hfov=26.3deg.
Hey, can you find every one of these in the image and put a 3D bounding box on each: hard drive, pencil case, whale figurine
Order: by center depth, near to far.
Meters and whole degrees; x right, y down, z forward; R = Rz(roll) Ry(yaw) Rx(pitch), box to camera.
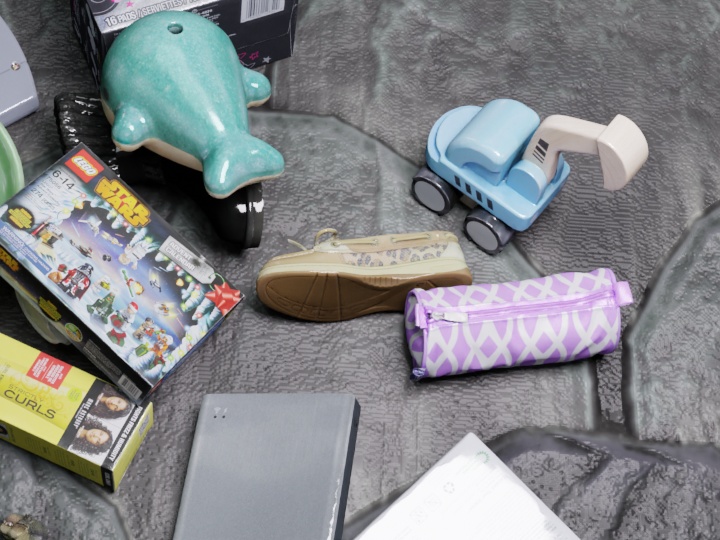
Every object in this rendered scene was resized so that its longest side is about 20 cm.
[{"bbox_3d":[-0.080,0.197,1.262,0.138,0.033,0.201,-2,58,18],"label":"hard drive"},{"bbox_3d":[-0.145,-0.150,1.345,0.158,0.104,0.200,-21,52,-27],"label":"whale figurine"},{"bbox_3d":[0.133,0.043,1.365,0.198,0.086,0.085,-7,60,-11],"label":"pencil case"}]

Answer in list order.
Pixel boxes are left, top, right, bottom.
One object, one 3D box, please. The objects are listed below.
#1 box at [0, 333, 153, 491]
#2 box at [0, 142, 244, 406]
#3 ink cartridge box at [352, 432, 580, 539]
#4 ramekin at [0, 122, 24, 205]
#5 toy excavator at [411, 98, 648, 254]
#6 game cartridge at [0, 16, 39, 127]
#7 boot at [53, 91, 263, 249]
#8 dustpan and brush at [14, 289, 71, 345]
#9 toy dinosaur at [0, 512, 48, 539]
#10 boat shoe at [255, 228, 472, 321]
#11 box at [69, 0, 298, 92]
[{"bbox_3d":[-0.279,0.109,1.306,0.199,0.050,0.076,24,61,8],"label":"box"},{"bbox_3d":[-0.214,0.000,1.316,0.200,0.040,0.137,43,48,0],"label":"box"},{"bbox_3d":[0.091,0.266,1.257,0.199,0.041,0.200,-38,70,-22],"label":"ink cartridge box"},{"bbox_3d":[-0.401,-0.064,1.334,0.198,0.098,0.202,12,62,-25],"label":"ramekin"},{"bbox_3d":[0.150,-0.102,1.383,0.194,0.200,0.100,36,64,15],"label":"toy excavator"},{"bbox_3d":[-0.401,-0.205,1.484,0.133,0.041,0.200,-32,68,-17],"label":"game cartridge"},{"bbox_3d":[-0.186,-0.090,1.411,0.157,0.080,0.212,-13,51,-20],"label":"boot"},{"bbox_3d":[-0.273,-0.028,1.391,0.139,0.057,0.200,-33,75,-28],"label":"dustpan and brush"},{"bbox_3d":[-0.254,0.281,1.215,0.088,0.048,0.201,-24,68,-25],"label":"toy dinosaur"},{"bbox_3d":[0.000,0.000,1.390,0.198,0.074,0.063,0,53,-18],"label":"boat shoe"},{"bbox_3d":[-0.172,-0.260,1.481,0.199,0.132,0.115,-20,65,-16],"label":"box"}]
